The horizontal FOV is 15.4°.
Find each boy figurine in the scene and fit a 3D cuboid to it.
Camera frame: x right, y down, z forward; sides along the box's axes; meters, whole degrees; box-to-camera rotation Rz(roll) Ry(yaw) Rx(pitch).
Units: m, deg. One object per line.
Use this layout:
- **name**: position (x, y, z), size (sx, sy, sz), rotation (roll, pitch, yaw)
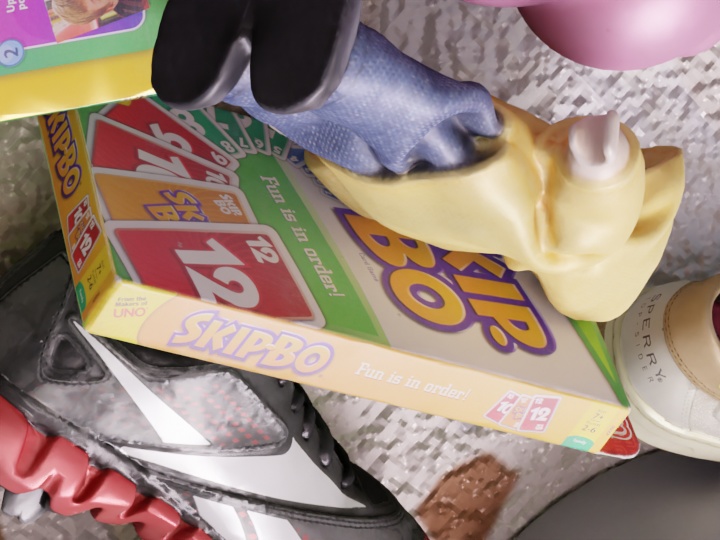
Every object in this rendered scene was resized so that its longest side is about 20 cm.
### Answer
- **boy figurine**: position (0.036, -0.037, 0.778), size (0.200, 0.124, 0.065), rotation (24, 76, -44)

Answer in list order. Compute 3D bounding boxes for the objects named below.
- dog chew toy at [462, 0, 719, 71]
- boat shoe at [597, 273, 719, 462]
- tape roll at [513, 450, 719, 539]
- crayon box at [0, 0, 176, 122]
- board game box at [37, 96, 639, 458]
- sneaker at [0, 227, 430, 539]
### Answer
- **dog chew toy**: position (0.041, -0.133, 0.754), size (0.125, 0.125, 0.200), rotation (-47, 120, 1)
- **boat shoe**: position (0.179, 0.040, 0.926), size (0.199, 0.066, 0.074), rotation (6, 71, -28)
- **tape roll**: position (0.125, 0.166, 0.975), size (0.199, 0.066, 0.201), rotation (-10, 116, -21)
- **crayon box**: position (-0.113, -0.139, 0.723), size (0.118, 0.058, 0.201), rotation (-11, 118, -20)
- **board game box**: position (0.000, 0.000, 0.819), size (0.199, 0.096, 0.030), rotation (17, 126, -32)
- **sneaker**: position (-0.042, 0.049, 0.837), size (0.200, 0.071, 0.098), rotation (30, 101, -31)
